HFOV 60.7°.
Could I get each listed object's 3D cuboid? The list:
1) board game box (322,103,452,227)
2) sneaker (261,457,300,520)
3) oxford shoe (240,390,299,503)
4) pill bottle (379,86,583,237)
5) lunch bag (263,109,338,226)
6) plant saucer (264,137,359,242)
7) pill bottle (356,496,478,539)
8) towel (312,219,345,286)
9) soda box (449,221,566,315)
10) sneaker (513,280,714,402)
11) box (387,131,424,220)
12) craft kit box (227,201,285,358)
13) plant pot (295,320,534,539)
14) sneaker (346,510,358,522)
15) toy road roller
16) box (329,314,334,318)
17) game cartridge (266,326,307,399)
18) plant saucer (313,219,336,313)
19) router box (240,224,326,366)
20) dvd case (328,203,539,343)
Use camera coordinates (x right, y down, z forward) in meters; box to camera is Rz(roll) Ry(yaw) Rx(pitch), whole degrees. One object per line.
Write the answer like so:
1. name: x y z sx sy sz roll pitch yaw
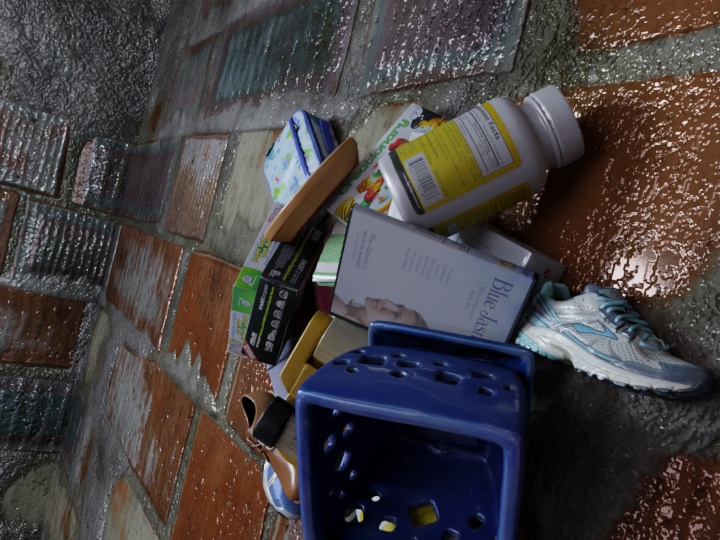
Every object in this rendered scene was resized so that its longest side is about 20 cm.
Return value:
1. board game box: 0.051 -0.132 0.847 0.200 0.035 0.126 -49 43 -2
2. sneaker: -0.110 0.286 0.973 0.077 0.075 0.202 -42 47 46
3. oxford shoe: -0.130 0.258 0.904 0.072 0.071 0.200 -62 40 21
4. pill bottle: 0.129 -0.114 0.663 0.199 0.111 0.112 -25 51 8
5. lunch bag: -0.103 -0.187 1.134 0.161 0.082 0.201 -47 44 33
6. plant saucer: -0.067 -0.114 0.928 0.200 0.037 0.200 -49 4 4
7. pill bottle: 0.062 0.284 0.689 0.112 0.111 0.200 -64 35 17
8. towel: 0.022 -0.067 0.864 0.151 0.023 0.202 1 61 38
9. soda box: 0.141 -0.020 0.727 0.200 0.063 0.069 40 110 53
10. sneaker: 0.225 0.057 0.564 0.199 0.077 0.087 20 92 56
11. box: 0.060 -0.069 0.763 0.041 0.039 0.202 14 88 37
12. craft kit box: -0.171 0.018 1.065 0.201 0.048 0.199 109 177 -49
13. plant pot: 0.065 0.166 0.594 0.198 0.180 0.202 8 116 21
14. sneaker: -0.027 0.288 0.857 0.072 0.113 0.200 -20 18 6
15. toy road roller: -0.035 0.155 0.773 0.201 0.122 0.146 -60 -7 1
16. box: 0.057 0.063 0.777 0.199 0.109 0.035 -22 59 51
17. game cartridge: -0.073 0.159 0.934 0.129 0.038 0.200 -39 33 4
18. plant saucer: 0.000 0.000 0.939 0.200 0.050 0.203 -27 56 49
19. router box: -0.121 0.031 0.988 0.200 0.062 0.151 -72 2 -59
20. dvd case: 0.068 0.027 0.645 0.018 0.198 0.144 -53 -19 -53
